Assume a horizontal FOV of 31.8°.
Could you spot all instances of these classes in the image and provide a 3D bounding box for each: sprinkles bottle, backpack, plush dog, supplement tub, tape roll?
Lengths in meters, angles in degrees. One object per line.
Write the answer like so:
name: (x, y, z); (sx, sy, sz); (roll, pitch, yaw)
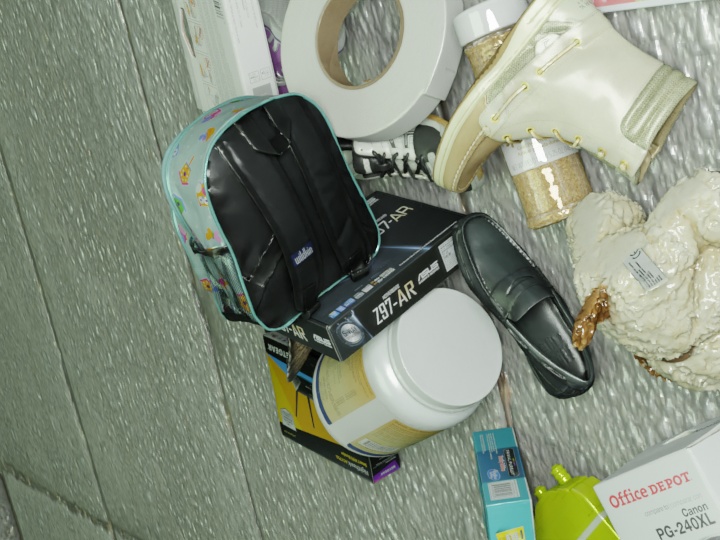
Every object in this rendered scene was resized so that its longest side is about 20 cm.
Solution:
sprinkles bottle: (0.146, -0.140, 1.115); (0.068, 0.068, 0.202); (-17, 94, 58)
backpack: (-0.095, -0.068, 1.211); (0.153, 0.175, 0.201); (18, 136, 50)
plush dog: (0.252, 0.032, 0.994); (0.171, 0.161, 0.199); (39, 154, -22)
supplement tub: (0.048, 0.108, 1.336); (0.145, 0.144, 0.200); (64, 148, 7)
tape roll: (0.009, -0.224, 1.217); (0.201, 0.037, 0.205); (-4, 84, 37)

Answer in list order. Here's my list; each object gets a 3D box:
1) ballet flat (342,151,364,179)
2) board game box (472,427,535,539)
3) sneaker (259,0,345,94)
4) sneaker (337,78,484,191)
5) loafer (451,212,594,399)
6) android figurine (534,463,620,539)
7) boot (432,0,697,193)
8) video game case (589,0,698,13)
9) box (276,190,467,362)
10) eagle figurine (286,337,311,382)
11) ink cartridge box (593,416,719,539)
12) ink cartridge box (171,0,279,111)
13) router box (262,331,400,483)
ballet flat: (-0.033, -0.133, 1.390); (0.199, 0.069, 0.070); (16, 121, 52)
board game box: (0.155, 0.287, 1.300); (0.151, 0.046, 0.202); (-90, -9, -70)
sneaker: (-0.069, -0.233, 1.390); (0.200, 0.072, 0.115); (39, 142, 54)
sneaker: (0.039, -0.114, 1.256); (0.200, 0.087, 0.076); (36, 159, 44)
loafer: (0.157, 0.028, 1.189); (0.201, 0.068, 0.070); (57, 165, 6)
android figurine: (0.242, 0.283, 1.245); (0.200, 0.041, 0.183); (51, 145, 25)
boot: (0.162, -0.113, 1.036); (0.154, 0.072, 0.201); (39, 114, 11)
video game case: (0.231, -0.274, 0.955); (0.199, 0.017, 0.144); (7, 114, 54)
box: (0.000, 0.000, 1.290); (0.160, 0.199, 0.044); (20, 140, 51)
eagle figurine: (-0.061, 0.041, 1.442); (0.199, 0.150, 0.153); (23, 106, 55)
ink cartridge box: (0.307, 0.240, 1.081); (0.201, 0.083, 0.145); (62, 148, 9)
ink cartridge box: (-0.155, -0.263, 1.417); (0.176, 0.044, 0.202); (35, 141, 56)
router box: (-0.038, 0.162, 1.581); (0.199, 0.051, 0.151); (18, 124, 51)
